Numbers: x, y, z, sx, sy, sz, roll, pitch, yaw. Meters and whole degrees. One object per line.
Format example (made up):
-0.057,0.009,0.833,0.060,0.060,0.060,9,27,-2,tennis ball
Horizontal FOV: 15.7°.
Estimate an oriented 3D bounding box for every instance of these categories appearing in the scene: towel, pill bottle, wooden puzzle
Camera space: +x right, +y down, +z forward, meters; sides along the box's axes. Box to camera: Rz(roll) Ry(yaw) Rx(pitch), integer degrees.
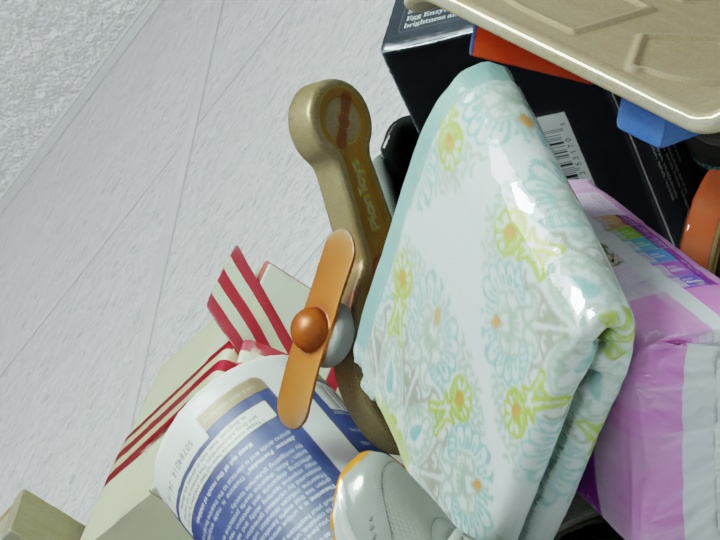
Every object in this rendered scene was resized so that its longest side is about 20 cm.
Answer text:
0.061,0.032,1.208,0.201,0.048,0.172,107,148,-40,towel
-0.014,0.148,1.381,0.111,0.111,0.200,-52,57,15,pill bottle
0.148,-0.107,1.233,0.199,0.185,0.047,25,121,37,wooden puzzle

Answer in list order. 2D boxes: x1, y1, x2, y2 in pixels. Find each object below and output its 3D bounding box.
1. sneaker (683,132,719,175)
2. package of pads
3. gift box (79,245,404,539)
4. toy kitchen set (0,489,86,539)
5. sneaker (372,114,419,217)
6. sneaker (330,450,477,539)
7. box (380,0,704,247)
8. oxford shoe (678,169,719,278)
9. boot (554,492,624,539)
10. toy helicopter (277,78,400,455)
0.211,-0.146,1.449,0.079,0.075,0.201,68,-142,-68,sneaker
0.122,0.045,1.227,0.200,0.075,0.121,-137,41,-60,package of pads
-0.049,0.107,1.584,0.187,0.184,0.201,-39,27,53,gift box
-0.169,0.210,1.710,0.163,0.199,0.181,-46,19,33,toy kitchen set
0.046,-0.054,1.497,0.074,0.116,0.201,-14,34,10,sneaker
0.071,0.152,1.148,0.092,0.200,0.076,-37,2,26,sneaker
0.112,-0.114,1.449,0.117,0.197,0.201,-10,37,22,box
0.213,-0.035,1.312,0.200,0.072,0.072,-55,-25,-53,oxford shoe
0.093,0.113,1.373,0.182,0.072,0.201,-46,25,35,boot
0.000,0.000,1.364,0.132,0.201,0.079,-21,4,-41,toy helicopter
